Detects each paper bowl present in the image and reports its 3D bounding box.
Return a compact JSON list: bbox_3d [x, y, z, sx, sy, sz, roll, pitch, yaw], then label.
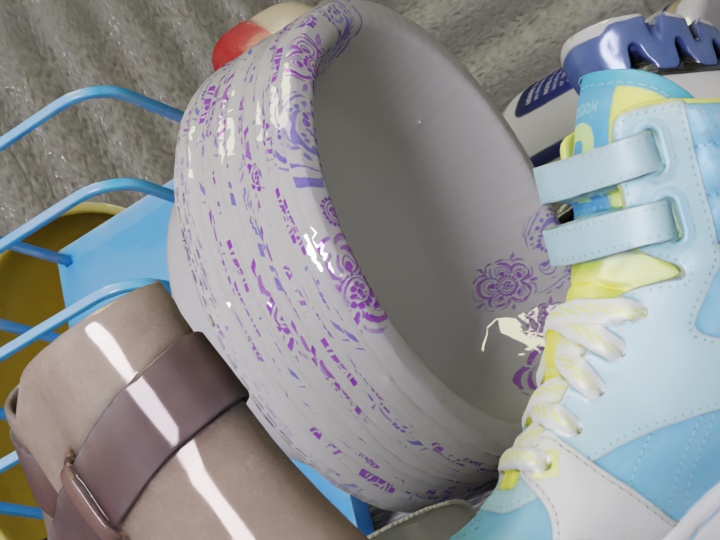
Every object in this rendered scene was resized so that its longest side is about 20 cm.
[{"bbox_3d":[0.000,0.000,0.762,0.104,0.202,0.201,-29,4,30],"label":"paper bowl"}]

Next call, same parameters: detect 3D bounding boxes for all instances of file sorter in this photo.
[{"bbox_3d":[-0.103,0.040,0.813,0.138,0.201,0.122,-28,-28,28],"label":"file sorter"}]

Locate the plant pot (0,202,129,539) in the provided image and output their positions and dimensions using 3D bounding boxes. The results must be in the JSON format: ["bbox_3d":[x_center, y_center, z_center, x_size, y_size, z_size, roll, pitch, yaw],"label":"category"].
[{"bbox_3d":[-0.097,0.066,0.991,0.199,0.201,0.142,-29,-16,32],"label":"plant pot"}]

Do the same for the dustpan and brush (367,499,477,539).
[{"bbox_3d":[-0.040,0.119,0.601,0.139,0.057,0.200,-30,4,14],"label":"dustpan and brush"}]

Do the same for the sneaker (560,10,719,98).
[{"bbox_3d":[0.194,-0.055,0.889,0.198,0.116,0.081,-1,-16,-16],"label":"sneaker"}]

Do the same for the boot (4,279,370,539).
[{"bbox_3d":[-0.020,0.071,0.428,0.070,0.147,0.200,-31,4,-35],"label":"boot"}]

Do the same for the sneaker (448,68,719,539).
[{"bbox_3d":[0.063,0.023,0.517,0.199,0.131,0.079,-33,6,-15],"label":"sneaker"}]

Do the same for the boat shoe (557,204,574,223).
[{"bbox_3d":[0.135,-0.021,0.950,0.199,0.072,0.068,-33,1,8],"label":"boat shoe"}]

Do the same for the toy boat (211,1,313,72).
[{"bbox_3d":[-0.024,-0.045,1.036,0.130,0.201,0.131,-33,3,-1],"label":"toy boat"}]

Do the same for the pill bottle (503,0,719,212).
[{"bbox_3d":[0.149,-0.067,1.073,0.199,0.120,0.120,-28,5,38],"label":"pill bottle"}]
